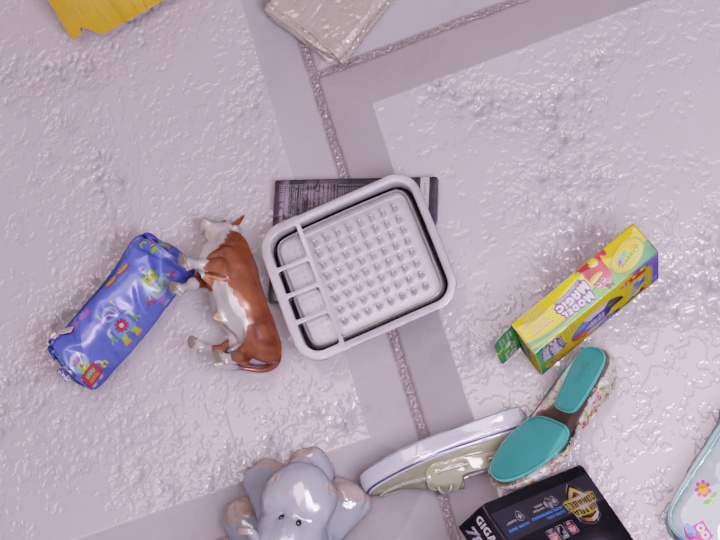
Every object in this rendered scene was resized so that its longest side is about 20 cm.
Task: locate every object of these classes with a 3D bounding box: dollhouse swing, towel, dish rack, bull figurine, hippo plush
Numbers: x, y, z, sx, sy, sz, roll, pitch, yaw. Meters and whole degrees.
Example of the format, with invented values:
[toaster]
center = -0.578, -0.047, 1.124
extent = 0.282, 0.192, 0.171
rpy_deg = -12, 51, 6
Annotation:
[dollhouse swing]
center = -0.322, -0.429, 2.008
extent = 0.198, 0.176, 0.183
rpy_deg = -29, 112, 2
[towel]
center = -0.014, -0.358, 1.925
extent = 0.132, 0.035, 0.201
rpy_deg = 38, 84, 17
[dish rack]
center = 0.000, 0.000, 1.798
extent = 0.198, 0.044, 0.173
rpy_deg = -23, 71, 5
[bull figurine]
center = -0.154, 0.025, 1.808
extent = 0.065, 0.121, 0.202
rpy_deg = -37, 73, 44
[hippo plush]
center = -0.089, 0.277, 1.692
extent = 0.157, 0.161, 0.202
rpy_deg = 17, 78, 15

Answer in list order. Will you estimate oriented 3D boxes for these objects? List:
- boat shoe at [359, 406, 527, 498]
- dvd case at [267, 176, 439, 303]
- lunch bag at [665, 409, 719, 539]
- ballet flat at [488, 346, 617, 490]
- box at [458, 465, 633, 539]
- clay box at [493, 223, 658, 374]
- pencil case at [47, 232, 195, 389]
[boat shoe]
center = 0.097, 0.211, 1.721
extent = 0.198, 0.072, 0.063
rpy_deg = -22, 75, 2
[dvd case]
center = -0.008, -0.036, 1.841
extent = 0.197, 0.016, 0.151
rpy_deg = -1, 74, 12
[lunch bag]
center = 0.421, 0.227, 1.647
extent = 0.160, 0.077, 0.201
rpy_deg = 34, 83, 20
[ballet flat]
center = 0.216, 0.170, 1.694
extent = 0.075, 0.064, 0.200
rpy_deg = 28, 69, 41
[box]
center = 0.221, 0.311, 1.607
extent = 0.050, 0.199, 0.199
rpy_deg = -49, 66, 32
[clay box]
center = 0.237, 0.042, 1.716
extent = 0.199, 0.115, 0.048
rpy_deg = -40, 72, -1
[pencil case]
center = -0.284, 0.046, 1.839
extent = 0.201, 0.087, 0.078
rpy_deg = -50, 32, -6
